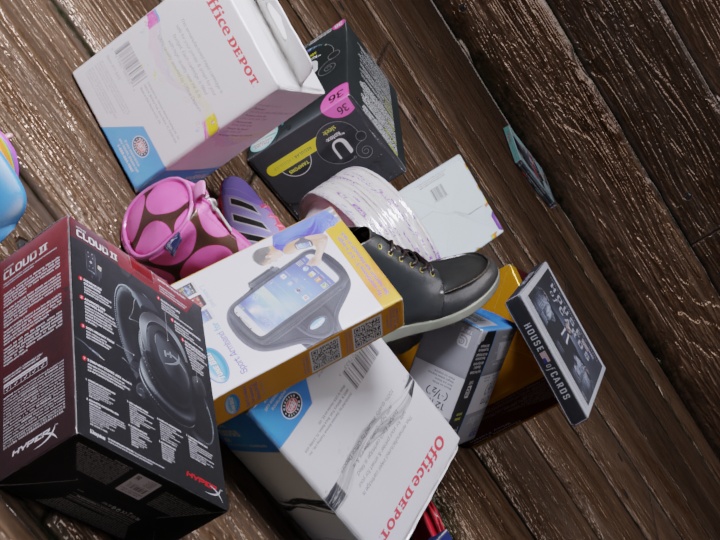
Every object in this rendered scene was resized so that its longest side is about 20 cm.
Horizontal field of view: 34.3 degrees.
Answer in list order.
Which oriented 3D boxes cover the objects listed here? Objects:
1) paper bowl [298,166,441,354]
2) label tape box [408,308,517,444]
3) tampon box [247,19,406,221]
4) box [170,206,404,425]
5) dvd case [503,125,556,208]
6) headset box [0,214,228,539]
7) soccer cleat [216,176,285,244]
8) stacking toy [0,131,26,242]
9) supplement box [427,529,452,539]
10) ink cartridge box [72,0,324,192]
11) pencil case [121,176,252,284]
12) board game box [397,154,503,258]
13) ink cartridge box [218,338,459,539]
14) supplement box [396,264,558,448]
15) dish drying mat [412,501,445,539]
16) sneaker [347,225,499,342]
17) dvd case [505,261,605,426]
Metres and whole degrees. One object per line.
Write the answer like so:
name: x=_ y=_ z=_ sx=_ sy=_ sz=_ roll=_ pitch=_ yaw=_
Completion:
paper bowl: x=0.000 y=0.000 z=1.253 sx=0.201 sy=0.104 sz=0.202 roll=46 pitch=-24 yaw=26
label tape box: x=0.088 y=0.140 z=1.221 sx=0.065 sy=0.203 sz=0.143 roll=21 pitch=7 yaw=20
tampon box: x=-0.041 y=-0.179 z=1.423 sx=0.127 sy=0.149 sz=0.201 roll=49 pitch=21 yaw=-30
box: x=-0.077 y=0.037 z=0.936 sx=0.119 sy=0.198 sz=0.042 roll=51 pitch=-22 yaw=34
dvd case: x=0.442 y=-0.270 z=3.042 sx=0.200 sy=0.022 sz=0.147 roll=46 pitch=23 yaw=-38
headset box: x=-0.175 y=0.071 z=0.811 sx=0.149 sy=0.077 sz=0.202 roll=40 pitch=26 yaw=-46
soccer cleat: x=-0.084 y=-0.015 z=1.179 sx=0.066 sy=0.076 sz=0.202 roll=21 pitch=43 yaw=-62
stacking toy: x=-0.268 y=-0.065 z=0.768 sx=0.111 sy=0.115 sz=0.200 roll=55 pitch=5 yaw=-13
supplement box: x=0.064 y=0.344 z=0.979 sx=0.202 sy=0.108 sz=0.109 roll=62 pitch=19 yaw=5
ink cartridge box: x=-0.138 y=-0.182 z=1.091 sx=0.130 sy=0.198 sz=0.125 roll=61 pitch=19 yaw=4
pencil case: x=-0.118 y=0.001 z=1.038 sx=0.200 sy=0.093 sz=0.091 roll=43 pitch=15 yaw=-45
board game box: x=0.058 y=-0.038 z=1.368 sx=0.104 sy=0.199 sz=0.104 roll=-32 pitch=91 yaw=-30
ink cartridge box: x=-0.022 y=0.136 z=1.009 sx=0.201 sy=0.084 sz=0.145 roll=52 pitch=55 yaw=-23
supplement box: x=0.162 y=0.114 z=1.442 sx=0.199 sy=0.196 sz=0.134 roll=21 pitch=42 yaw=-60
dish drying mat: x=0.062 y=0.246 z=1.127 sx=0.200 sy=0.018 sz=0.078 roll=138 pitch=-71 yaw=-82
sneaker: x=0.047 y=-0.001 z=1.113 sx=0.075 sy=0.197 sz=0.108 roll=32 pitch=-43 yaw=55
dvd case: x=0.223 y=0.077 z=1.315 sx=0.152 sy=0.025 sz=0.200 roll=61 pitch=21 yaw=-1
